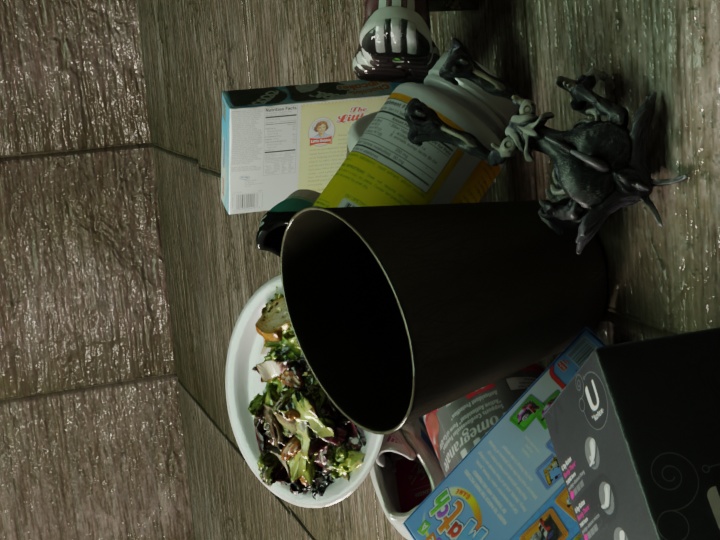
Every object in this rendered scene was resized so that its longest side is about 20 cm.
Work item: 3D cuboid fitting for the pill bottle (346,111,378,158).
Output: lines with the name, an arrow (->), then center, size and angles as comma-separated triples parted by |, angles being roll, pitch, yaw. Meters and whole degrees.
pill bottle -> 0.040, -0.038, 1.318 | 0.111, 0.110, 0.201 | -123, 30, -55

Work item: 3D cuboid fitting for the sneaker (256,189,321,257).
sneaker -> 0.000, 0.000, 1.238 | 0.199, 0.080, 0.072 | 25, 125, 17

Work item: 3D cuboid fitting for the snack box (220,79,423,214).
snack box -> -0.032, -0.121, 1.368 | 0.037, 0.199, 0.117 | -117, 26, -51

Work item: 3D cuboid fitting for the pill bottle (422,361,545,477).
pill bottle -> 0.127, 0.169, 1.118 | 0.111, 0.110, 0.200 | 100, 156, -46

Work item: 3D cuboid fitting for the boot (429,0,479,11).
boot -> 0.048, -0.304, 1.273 | 0.186, 0.064, 0.201 | 133, 123, -72

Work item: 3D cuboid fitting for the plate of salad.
plate of salad -> -0.056, 0.101, 1.214 | 0.199, 0.048, 0.201 | 2, 92, 43

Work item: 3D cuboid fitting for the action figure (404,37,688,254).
action figure -> 0.136, -0.088, 0.992 | 0.199, 0.102, 0.119 | 29, 103, 23

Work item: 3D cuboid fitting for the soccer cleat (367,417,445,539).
soccer cleat -> 0.035, 0.130, 1.212 | 0.086, 0.070, 0.201 | 40, -149, -57

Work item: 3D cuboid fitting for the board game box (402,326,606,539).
board game box -> 0.131, 0.149, 0.998 | 0.037, 0.200, 0.151 | 42, -177, -28

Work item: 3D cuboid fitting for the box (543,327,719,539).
box -> 0.202, 0.144, 0.831 | 0.106, 0.122, 0.201 | 111, 147, -60

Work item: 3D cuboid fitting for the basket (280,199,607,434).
basket -> 0.069, 0.016, 1.048 | 0.181, 0.199, 0.136 | 53, 140, 33

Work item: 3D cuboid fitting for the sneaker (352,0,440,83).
sneaker -> 0.035, -0.226, 1.203 | 0.200, 0.075, 0.116 | 126, 147, -85

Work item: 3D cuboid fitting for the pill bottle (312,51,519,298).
pill bottle -> 0.042, -0.073, 1.155 | 0.200, 0.109, 0.109 | -55, 18, -5
